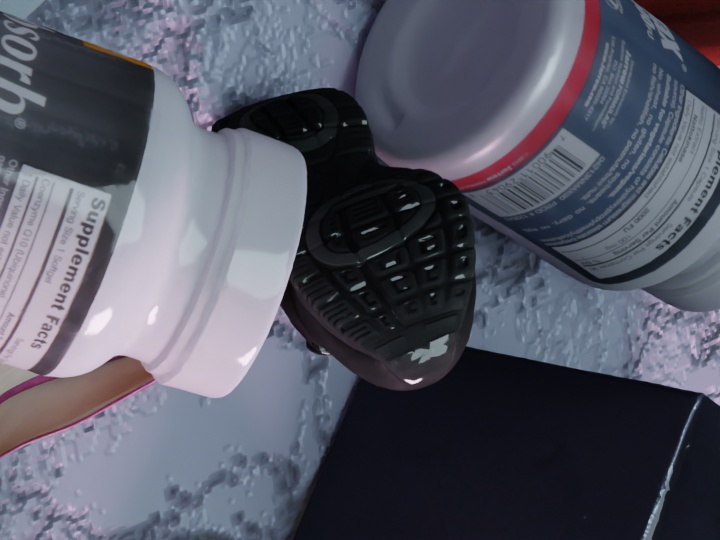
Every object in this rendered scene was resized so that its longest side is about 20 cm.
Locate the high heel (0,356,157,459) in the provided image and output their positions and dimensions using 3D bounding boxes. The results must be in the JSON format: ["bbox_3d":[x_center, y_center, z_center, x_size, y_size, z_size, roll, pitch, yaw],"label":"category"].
[{"bbox_3d":[-0.124,0.045,0.826,0.200,0.096,0.067,-31,116,-33],"label":"high heel"}]

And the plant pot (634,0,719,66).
[{"bbox_3d":[0.253,-0.193,1.061,0.200,0.176,0.200,10,90,-42],"label":"plant pot"}]

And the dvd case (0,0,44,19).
[{"bbox_3d":[-0.146,-0.169,0.823,0.200,0.022,0.146,-47,124,-26],"label":"dvd case"}]

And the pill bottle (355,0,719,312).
[{"bbox_3d":[0.105,-0.059,0.992,0.200,0.119,0.120,30,78,-40],"label":"pill bottle"}]

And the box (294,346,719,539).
[{"bbox_3d":[0.113,0.128,0.978,0.200,0.197,0.118,32,75,-39],"label":"box"}]

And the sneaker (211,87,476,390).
[{"bbox_3d":[0.000,0.000,0.871,0.076,0.200,0.091,-16,120,-8],"label":"sneaker"}]

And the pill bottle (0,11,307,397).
[{"bbox_3d":[-0.127,-0.030,0.757,0.200,0.116,0.117,18,85,-17],"label":"pill bottle"}]
